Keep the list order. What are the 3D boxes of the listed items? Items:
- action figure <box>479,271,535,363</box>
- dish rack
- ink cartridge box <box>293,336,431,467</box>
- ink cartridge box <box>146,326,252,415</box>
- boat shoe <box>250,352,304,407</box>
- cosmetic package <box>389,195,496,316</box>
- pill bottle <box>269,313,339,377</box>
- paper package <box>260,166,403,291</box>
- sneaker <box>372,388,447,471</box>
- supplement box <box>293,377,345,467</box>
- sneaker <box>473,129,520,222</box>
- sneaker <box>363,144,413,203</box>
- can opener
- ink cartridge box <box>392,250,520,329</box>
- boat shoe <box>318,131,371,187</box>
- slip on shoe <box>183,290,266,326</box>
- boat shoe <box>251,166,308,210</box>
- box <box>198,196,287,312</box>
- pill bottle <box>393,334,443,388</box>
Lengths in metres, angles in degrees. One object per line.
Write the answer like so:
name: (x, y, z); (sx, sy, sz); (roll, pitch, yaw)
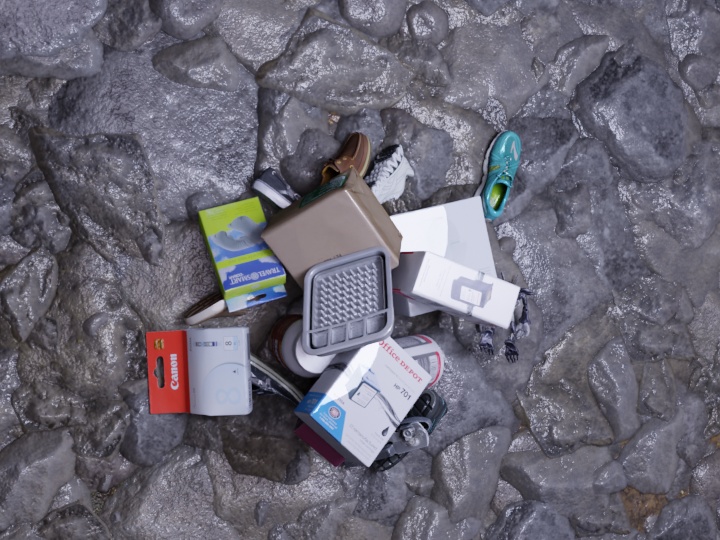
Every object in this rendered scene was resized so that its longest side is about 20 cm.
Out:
action figure: (0.295, 0.097, 1.815); (0.118, 0.102, 0.200); (10, 45, 11)
dish rack: (-0.017, 0.060, 1.534); (0.171, 0.200, 0.044); (-17, 139, 18)
ink cartridge box: (0.006, 0.217, 1.533); (0.146, 0.086, 0.200); (43, 70, -14)
ink cartridge box: (-0.305, 0.189, 1.639); (0.199, 0.047, 0.161); (-3, 90, 4)
boat shoe: (-0.187, 0.214, 1.694); (0.200, 0.075, 0.062); (35, 86, -8)
cosmetic package: (0.151, -0.028, 1.761); (0.199, 0.123, 0.201); (-13, 92, -15)
pill bottle: (-0.102, 0.141, 1.649); (0.112, 0.200, 0.113); (0, 90, -16)
paper package: (-0.049, -0.059, 1.631); (0.200, 0.104, 0.191); (-27, 114, 23)
sneaker: (0.103, 0.332, 1.773); (0.200, 0.075, 0.079); (-48, 140, 6)
supplement box: (-0.043, 0.259, 1.662); (0.110, 0.200, 0.086); (42, 114, -11)
sneaker: (0.297, -0.195, 1.825); (0.077, 0.080, 0.201); (17, 85, -15)
sneaker: (0.044, -0.162, 1.738); (0.081, 0.075, 0.200); (52, 56, -25)
can opener: (0.052, 0.337, 1.730); (0.200, 0.067, 0.053); (-22, 98, 29)
ink cartridge box: (0.173, 0.035, 1.630); (0.199, 0.145, 0.085); (21, 85, -15)
boat shoe: (-0.037, -0.193, 1.711); (0.068, 0.072, 0.201); (36, 63, -31)
slip on shoe: (-0.239, 0.063, 1.681); (0.200, 0.076, 0.061); (-30, 110, -20)
boat shoe: (-0.117, -0.130, 1.718); (0.200, 0.070, 0.066); (35, 81, -6)
box: (-0.222, -0.032, 1.653); (0.122, 0.048, 0.201); (-16, 67, -15)
pill bottle: (0.065, 0.188, 1.697); (0.200, 0.110, 0.111); (-4, 92, -52)
